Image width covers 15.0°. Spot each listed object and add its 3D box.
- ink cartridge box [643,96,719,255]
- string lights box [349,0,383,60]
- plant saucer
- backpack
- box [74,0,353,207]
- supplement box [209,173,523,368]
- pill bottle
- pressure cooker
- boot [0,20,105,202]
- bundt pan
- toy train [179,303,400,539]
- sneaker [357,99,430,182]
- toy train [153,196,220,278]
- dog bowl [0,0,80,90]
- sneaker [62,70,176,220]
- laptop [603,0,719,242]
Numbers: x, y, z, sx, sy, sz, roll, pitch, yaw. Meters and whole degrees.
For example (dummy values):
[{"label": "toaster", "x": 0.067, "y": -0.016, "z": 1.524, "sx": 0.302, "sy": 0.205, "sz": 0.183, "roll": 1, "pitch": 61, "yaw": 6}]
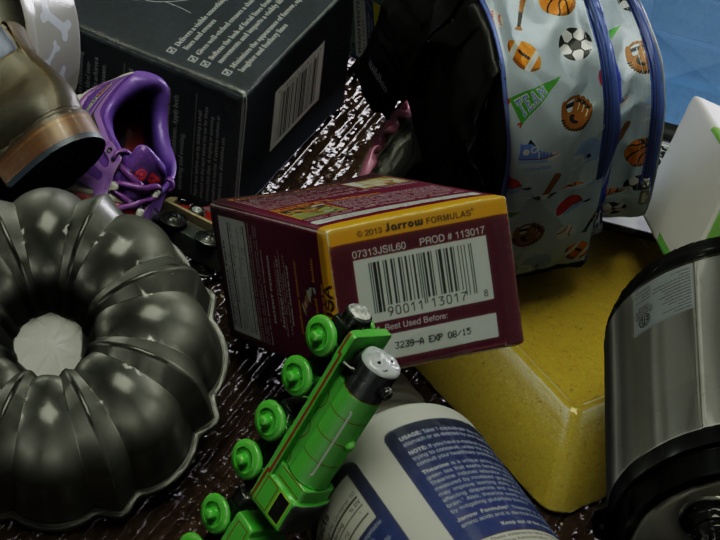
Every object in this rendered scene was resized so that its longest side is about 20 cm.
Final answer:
[{"label": "ink cartridge box", "x": 0.281, "y": -0.013, "z": 1.622, "sx": 0.200, "sy": 0.084, "sz": 0.146, "roll": 21, "pitch": 17, "yaw": -11}, {"label": "string lights box", "x": 0.003, "y": -0.203, "z": 1.848, "sx": 0.059, "sy": 0.103, "sz": 0.200, "roll": -22, "pitch": 37, "yaw": -28}, {"label": "plant saucer", "x": 0.141, "y": 0.038, "z": 1.656, "sx": 0.200, "sy": 0.049, "sz": 0.200, "roll": -20, "pitch": 48, "yaw": -27}, {"label": "backpack", "x": 0.097, "y": -0.108, "z": 1.610, "sx": 0.154, "sy": 0.191, "sz": 0.200, "roll": -19, "pitch": 57, "yaw": -11}, {"label": "box", "x": -0.127, "y": -0.145, "z": 1.785, "sx": 0.200, "sy": 0.107, "sz": 0.148, "roll": 24, "pitch": 44, "yaw": 18}, {"label": "supplement box", "x": 0.000, "y": 0.000, "z": 1.553, "sx": 0.110, "sy": 0.086, "sz": 0.200, "roll": -10, "pitch": 9, "yaw": -19}, {"label": "pill bottle", "x": 0.037, "y": 0.143, "z": 1.471, "sx": 0.111, "sy": 0.111, "sz": 0.200, "roll": -16, "pitch": 46, "yaw": -24}, {"label": "pressure cooker", "x": 0.216, "y": 0.103, "z": 1.486, "sx": 0.178, "sy": 0.176, "sz": 0.200, "roll": 6, "pitch": 51, "yaw": -4}, {"label": "boot", "x": -0.252, "y": -0.061, "z": 1.629, "sx": 0.200, "sy": 0.075, "sz": 0.097, "roll": -33, "pitch": 72, "yaw": 11}, {"label": "bundt pan", "x": -0.173, "y": 0.040, "z": 1.530, "sx": 0.201, "sy": 0.076, "sz": 0.202, "roll": 1, "pitch": 66, "yaw": -2}, {"label": "toy train", "x": -0.037, "y": 0.104, "z": 1.449, "sx": 0.042, "sy": 0.200, "sz": 0.056, "roll": -3, "pitch": 44, "yaw": -45}, {"label": "sneaker", "x": 0.077, "y": -0.073, "z": 1.764, "sx": 0.095, "sy": 0.079, "sz": 0.200, "roll": 41, "pitch": 52, "yaw": 19}, {"label": "toy train", "x": -0.096, "y": -0.020, "z": 1.703, "sx": 0.200, "sy": 0.034, "sz": 0.046, "roll": 26, "pitch": 33, "yaw": 21}, {"label": "dog bowl", "x": -0.255, "y": -0.149, "z": 1.713, "sx": 0.200, "sy": 0.200, "sz": 0.059, "roll": 34, "pitch": 33, "yaw": 28}, {"label": "sneaker", "x": -0.151, "y": -0.034, "z": 1.631, "sx": 0.080, "sy": 0.083, "sz": 0.200, "roll": 19, "pitch": 59, "yaw": -32}, {"label": "laptop", "x": 0.232, "y": -0.107, "z": 1.746, "sx": 0.187, "sy": 0.116, "sz": 0.200, "roll": 13, "pitch": 32, "yaw": -16}]
